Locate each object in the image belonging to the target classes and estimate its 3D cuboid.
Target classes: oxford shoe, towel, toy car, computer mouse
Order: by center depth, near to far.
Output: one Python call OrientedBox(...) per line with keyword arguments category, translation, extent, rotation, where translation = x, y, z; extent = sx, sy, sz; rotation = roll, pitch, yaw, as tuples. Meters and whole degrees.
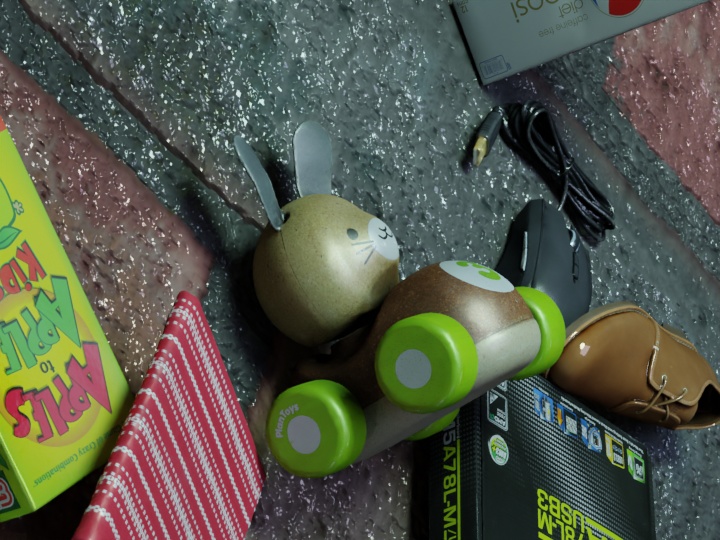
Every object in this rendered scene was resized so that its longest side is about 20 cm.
OrientedBox(category="towel", translation=(-0.101, 0.128, 1.448), extent=(0.200, 0.022, 0.145), rotation=(-71, 151, -48))
OrientedBox(category="toy car", translation=(0.000, 0.000, 1.591), extent=(0.201, 0.157, 0.164), rotation=(62, 26, 7))
OrientedBox(category="oxford shoe", translation=(0.188, 0.070, 1.802), extent=(0.071, 0.071, 0.200), rotation=(47, 20, 31))
OrientedBox(category="computer mouse", translation=(0.116, -0.026, 1.806), extent=(0.141, 0.046, 0.200), rotation=(52, 42, -24))

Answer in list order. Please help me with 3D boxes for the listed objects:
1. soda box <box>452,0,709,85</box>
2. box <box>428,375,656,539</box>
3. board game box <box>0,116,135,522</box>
OrientedBox(category="soda box", translation=(0.162, -0.186, 1.803), extent=(0.068, 0.199, 0.064), rotation=(-25, 96, -51))
OrientedBox(category="box", translation=(0.118, 0.167, 1.712), extent=(0.200, 0.047, 0.194), rotation=(34, 43, -40))
OrientedBox(category="board game box", translation=(-0.196, 0.020, 1.415), extent=(0.102, 0.047, 0.201), rotation=(-34, 102, -51))
